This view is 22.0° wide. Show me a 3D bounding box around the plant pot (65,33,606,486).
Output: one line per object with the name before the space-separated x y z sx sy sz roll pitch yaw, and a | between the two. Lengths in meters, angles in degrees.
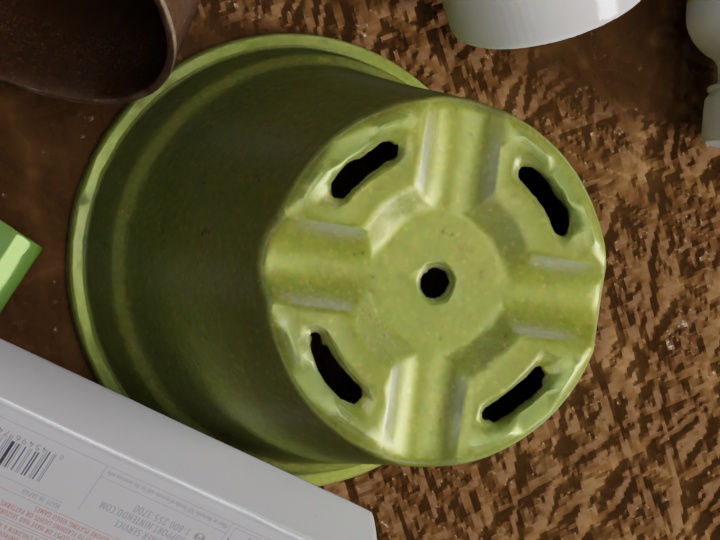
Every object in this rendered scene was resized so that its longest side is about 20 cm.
plant pot | 0.000 0.000 0.729 0.200 0.184 0.200 -1 92 -20

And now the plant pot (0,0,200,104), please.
plant pot | -0.108 -0.199 0.698 0.187 0.187 0.200 34 67 -18

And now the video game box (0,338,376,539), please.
video game box | -0.123 0.129 0.722 0.200 0.047 0.182 28 113 -19

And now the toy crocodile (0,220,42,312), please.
toy crocodile | -0.212 -0.050 0.716 0.200 0.062 0.068 40 80 -18

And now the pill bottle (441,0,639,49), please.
pill bottle | 0.054 -0.199 0.758 0.110 0.110 0.200 -28 120 -16

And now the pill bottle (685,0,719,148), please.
pill bottle | 0.207 -0.152 0.833 0.112 0.112 0.200 6 91 -20
